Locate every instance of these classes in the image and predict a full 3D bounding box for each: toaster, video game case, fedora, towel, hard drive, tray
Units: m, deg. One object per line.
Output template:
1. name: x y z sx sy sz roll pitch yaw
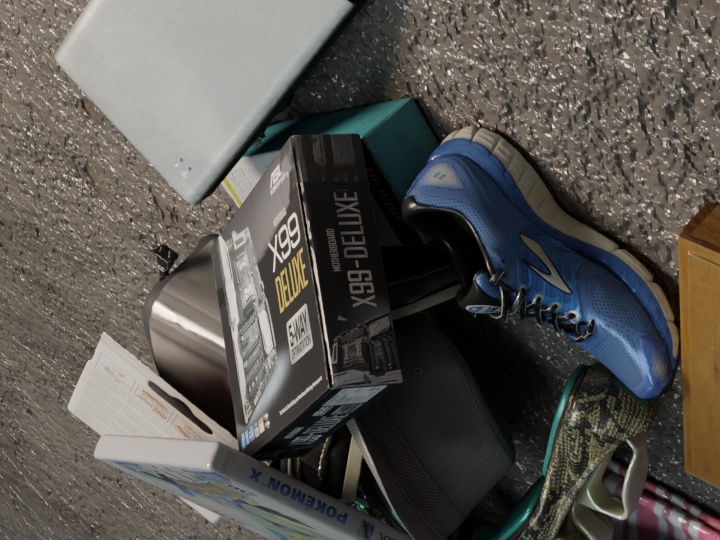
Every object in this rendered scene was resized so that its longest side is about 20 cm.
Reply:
1. toaster: -0.088 0.062 1.262 0.128 0.114 0.201 26 147 28
2. video game case: -0.075 0.163 1.125 0.181 0.022 0.199 30 161 -26
3. fedora: 0.048 0.103 1.100 0.177 0.090 0.200 54 -176 -39
4. towel: 0.214 0.208 1.107 0.199 0.030 0.147 28 145 34
5. hard drive: -0.098 -0.155 1.002 0.140 0.033 0.200 46 128 3
6. tray: 0.230 0.062 0.893 0.098 0.037 0.201 27 147 34

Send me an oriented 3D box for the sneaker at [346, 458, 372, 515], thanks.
1. sneaker: 0.027 0.169 1.260 0.074 0.087 0.200 43 152 8

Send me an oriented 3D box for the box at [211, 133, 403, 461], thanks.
1. box: -0.040 0.024 1.018 0.200 0.049 0.159 136 127 -63

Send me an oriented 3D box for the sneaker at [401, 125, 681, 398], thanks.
1. sneaker: 0.103 0.010 0.947 0.200 0.089 0.079 42 153 10

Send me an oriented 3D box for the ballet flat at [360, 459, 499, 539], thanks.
1. ballet flat: 0.068 0.211 1.216 0.199 0.068 0.075 30 136 -16

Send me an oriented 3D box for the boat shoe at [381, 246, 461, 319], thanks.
1. boat shoe: 0.000 0.000 1.100 0.199 0.072 0.063 -3 104 58

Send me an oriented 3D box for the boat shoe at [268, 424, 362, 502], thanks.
1. boat shoe: -0.040 0.157 1.226 0.067 0.073 0.200 7 160 -5

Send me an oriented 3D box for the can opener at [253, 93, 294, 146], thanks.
1. can opener: -0.103 -0.116 1.127 0.063 0.079 0.200 14 165 -22

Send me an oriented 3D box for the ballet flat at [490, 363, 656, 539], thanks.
1. ballet flat: 0.144 0.146 1.050 0.075 0.068 0.201 30 134 12

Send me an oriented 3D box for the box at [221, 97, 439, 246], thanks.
1. box: -0.019 -0.061 1.072 0.199 0.049 0.083 -2 125 55

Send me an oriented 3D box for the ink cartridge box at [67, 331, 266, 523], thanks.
1. ink cartridge box: -0.144 0.114 1.241 0.160 0.050 0.200 38 151 0
